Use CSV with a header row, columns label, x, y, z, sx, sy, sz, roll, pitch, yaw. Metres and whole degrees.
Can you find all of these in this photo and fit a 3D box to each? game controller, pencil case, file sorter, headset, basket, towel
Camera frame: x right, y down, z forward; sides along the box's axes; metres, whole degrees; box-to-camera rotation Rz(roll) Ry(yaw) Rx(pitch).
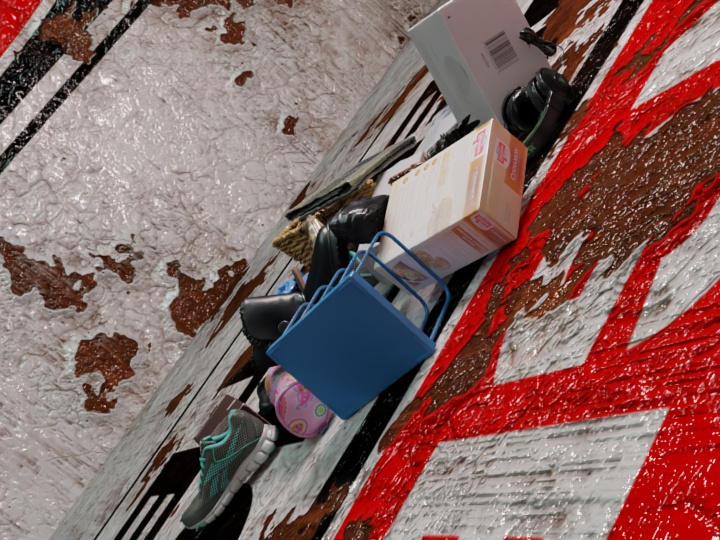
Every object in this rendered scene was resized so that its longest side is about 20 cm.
label,x,y,z,sx,sy,sz,roll,pitch,yaw
game controller,-0.107,0.160,1.817,0.201,0.042,0.105,-49,25,14
pencil case,-0.090,0.179,1.542,0.088,0.087,0.200,-51,11,-4
file sorter,0.002,0.067,1.378,0.200,0.138,0.123,-41,13,41
headset,0.243,-0.251,1.535,0.123,0.093,0.203,-32,34,59
basket,-0.045,-0.099,1.925,0.200,0.148,0.144,-46,-15,-48
towel,-0.015,-0.148,1.806,0.191,0.035,0.199,-22,13,48

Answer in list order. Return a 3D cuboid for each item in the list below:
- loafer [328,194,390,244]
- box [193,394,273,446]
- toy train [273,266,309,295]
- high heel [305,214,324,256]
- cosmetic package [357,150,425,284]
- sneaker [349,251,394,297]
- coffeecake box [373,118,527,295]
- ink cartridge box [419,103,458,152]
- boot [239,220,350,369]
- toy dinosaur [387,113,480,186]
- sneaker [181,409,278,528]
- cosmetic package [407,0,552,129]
label,x,y,z,sx,sy,sz,roll,pitch,yaw
loafer,0.006,-0.072,1.500,0.200,0.069,0.070,-27,-60,-75
box,-0.211,0.270,1.772,0.101,0.075,0.200,-53,9,-12
toy train,-0.071,0.054,1.750,0.114,0.087,0.200,-37,27,3
high heel,-0.075,0.031,1.630,0.141,0.203,0.071,-30,-9,23
cosmetic package,0.066,-0.085,1.670,0.101,0.074,0.202,-25,31,34
sneaker,0.000,0.000,1.728,0.078,0.091,0.200,-49,11,3
coffeecake box,0.118,-0.080,1.401,0.199,0.073,0.156,-30,36,43
ink cartridge box,0.163,-0.269,2.067,0.200,0.040,0.201,-45,12,32
boot,-0.093,0.038,1.521,0.165,0.204,0.076,-6,12,10
toy dinosaur,0.137,-0.160,1.625,0.200,0.103,0.135,-43,12,-19
sneaker,-0.214,0.294,1.615,0.201,0.091,0.078,-52,10,-1
cosmetic package,0.190,-0.333,1.681,0.122,0.202,0.200,-32,9,-9
